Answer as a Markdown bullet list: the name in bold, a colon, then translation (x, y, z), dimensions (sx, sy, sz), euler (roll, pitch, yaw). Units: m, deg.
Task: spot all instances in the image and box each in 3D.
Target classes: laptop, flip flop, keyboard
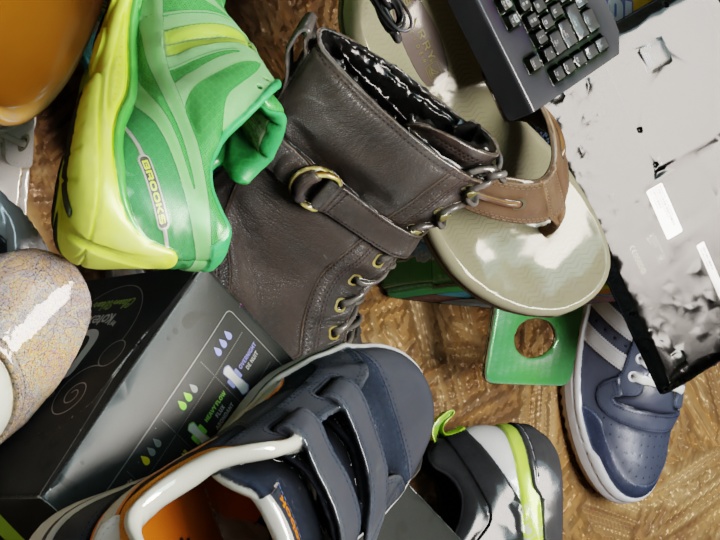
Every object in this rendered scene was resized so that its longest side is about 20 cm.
- **laptop**: translation (0.181, -0.069, 1.028), dimensions (0.199, 0.103, 0.178), euler (-31, 105, -11)
- **flip flop**: translation (0.058, -0.059, 0.898), dimensions (0.081, 0.057, 0.201), euler (-38, 117, -21)
- **keyboard**: translation (0.033, -0.160, 0.857), dimensions (0.127, 0.021, 0.201), euler (-34, 101, -30)

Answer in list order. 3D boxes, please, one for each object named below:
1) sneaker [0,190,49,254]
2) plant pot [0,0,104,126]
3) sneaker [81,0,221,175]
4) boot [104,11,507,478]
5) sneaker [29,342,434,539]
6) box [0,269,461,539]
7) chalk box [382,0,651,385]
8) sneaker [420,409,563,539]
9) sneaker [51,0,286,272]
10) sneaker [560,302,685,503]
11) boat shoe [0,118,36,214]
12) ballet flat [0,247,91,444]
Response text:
- **sneaker**: translation (-0.226, -0.015, 0.779), dimensions (0.199, 0.075, 0.114), euler (31, 71, -7)
- **plant pot**: translation (-0.199, -0.170, 0.749), dimensions (0.200, 0.182, 0.202), euler (11, 90, -81)
- **sneaker**: translation (-0.093, -0.065, 0.931), dimensions (0.079, 0.077, 0.201), euler (-33, 111, -9)
- **boot**: translation (0.000, 0.000, 0.884), dimensions (0.200, 0.174, 0.069), euler (39, 31, -21)
- **sneaker**: translation (-0.028, 0.086, 0.753), dimensions (0.199, 0.079, 0.079), euler (-31, 103, -38)
- **box**: translation (-0.075, 0.112, 0.856), dimensions (0.200, 0.148, 0.125), euler (48, 58, -24)
- **chalk box**: translation (0.093, -0.042, 1.037), dimensions (0.124, 0.123, 0.202), euler (4, 81, -39)
- **sneaker**: translation (0.058, 0.174, 1.029), dimensions (0.082, 0.072, 0.202), euler (0, 82, -16)
- **sneaker**: translation (-0.071, -0.072, 0.810), dimensions (0.083, 0.074, 0.201), euler (17, 50, -11)
- **sneaker**: translation (0.173, 0.027, 1.104), dimensions (0.070, 0.108, 0.202), euler (12, 76, -37)
- **boat shoe**: translation (-0.171, -0.076, 0.854), dimensions (0.070, 0.069, 0.202), euler (-6, 88, -41)
- **ballet flat**: translation (-0.183, 0.069, 0.756), dimensions (0.199, 0.067, 0.068), euler (-38, 110, 7)
